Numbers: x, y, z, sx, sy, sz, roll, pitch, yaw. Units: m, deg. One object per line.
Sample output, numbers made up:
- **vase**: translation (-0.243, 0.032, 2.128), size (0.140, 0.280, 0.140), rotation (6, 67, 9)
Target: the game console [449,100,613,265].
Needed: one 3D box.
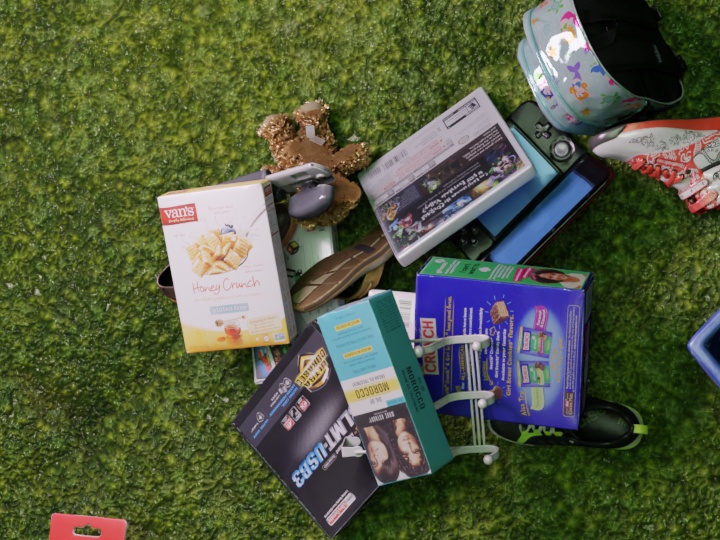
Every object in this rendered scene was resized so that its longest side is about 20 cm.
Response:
- **game console**: translation (0.188, -0.096, 1.722), size (0.200, 0.119, 0.173), rotation (-44, 75, 5)

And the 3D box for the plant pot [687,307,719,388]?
- **plant pot**: translation (0.502, 0.096, 1.577), size (0.200, 0.180, 0.200), rotation (-44, 73, 6)

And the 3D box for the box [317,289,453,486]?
- **box**: translation (0.027, 0.131, 1.561), size (0.082, 0.049, 0.203), rotation (-19, 92, 38)

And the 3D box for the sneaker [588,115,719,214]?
- **sneaker**: translation (0.374, -0.121, 1.674), size (0.198, 0.067, 0.110), rotation (-6, 83, -11)

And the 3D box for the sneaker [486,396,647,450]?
- **sneaker**: translation (0.245, 0.175, 1.687), size (0.197, 0.083, 0.073), rotation (1, 82, 16)

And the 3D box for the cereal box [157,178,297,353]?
- **cereal box**: translation (-0.164, -0.005, 1.737), size (0.142, 0.040, 0.203), rotation (-7, 102, 18)

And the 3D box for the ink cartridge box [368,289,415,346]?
- **ink cartridge box**: translation (0.107, 0.091, 1.744), size (0.197, 0.068, 0.118), rotation (5, 87, 16)

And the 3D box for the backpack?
- **backpack**: translation (0.277, -0.253, 1.679), size (0.150, 0.199, 0.180), rotation (-29, 76, 30)

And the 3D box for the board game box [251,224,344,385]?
- **board game box**: translation (-0.084, 0.040, 1.822), size (0.124, 0.035, 0.203), rotation (-9, 80, 15)

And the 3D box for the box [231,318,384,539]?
- **box**: translation (-0.037, 0.193, 1.744), size (0.199, 0.050, 0.200), rotation (48, 119, 14)

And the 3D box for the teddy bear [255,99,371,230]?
- **teddy bear**: translation (-0.061, -0.135, 1.812), size (0.144, 0.067, 0.200), rotation (-31, 61, -21)

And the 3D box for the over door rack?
- **over door rack**: translation (0.055, 0.149, 1.611), size (0.197, 0.067, 0.150), rotation (0, 104, 22)

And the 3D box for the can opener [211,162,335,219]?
- **can opener**: translation (-0.118, -0.087, 1.744), size (0.198, 0.053, 0.068), rotation (-15, 63, 32)

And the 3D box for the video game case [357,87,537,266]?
- **video game case**: translation (0.104, -0.119, 1.751), size (0.199, 0.023, 0.183), rotation (-34, 41, 9)

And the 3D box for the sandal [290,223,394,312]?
- **sandal**: translation (0.000, 0.000, 1.773), size (0.199, 0.080, 0.054), rotation (-35, 117, -17)

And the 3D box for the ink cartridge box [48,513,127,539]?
- **ink cartridge box**: translation (-0.348, 0.420, 1.827), size (0.114, 0.067, 0.203), rotation (2, 83, 15)

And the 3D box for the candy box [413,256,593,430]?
- **candy box**: translation (0.164, 0.083, 1.632), size (0.197, 0.077, 0.172), rotation (6, 107, 16)

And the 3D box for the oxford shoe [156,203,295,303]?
- **oxford shoe**: translation (-0.171, -0.022, 1.799), size (0.199, 0.073, 0.072), rotation (-35, 72, 6)
